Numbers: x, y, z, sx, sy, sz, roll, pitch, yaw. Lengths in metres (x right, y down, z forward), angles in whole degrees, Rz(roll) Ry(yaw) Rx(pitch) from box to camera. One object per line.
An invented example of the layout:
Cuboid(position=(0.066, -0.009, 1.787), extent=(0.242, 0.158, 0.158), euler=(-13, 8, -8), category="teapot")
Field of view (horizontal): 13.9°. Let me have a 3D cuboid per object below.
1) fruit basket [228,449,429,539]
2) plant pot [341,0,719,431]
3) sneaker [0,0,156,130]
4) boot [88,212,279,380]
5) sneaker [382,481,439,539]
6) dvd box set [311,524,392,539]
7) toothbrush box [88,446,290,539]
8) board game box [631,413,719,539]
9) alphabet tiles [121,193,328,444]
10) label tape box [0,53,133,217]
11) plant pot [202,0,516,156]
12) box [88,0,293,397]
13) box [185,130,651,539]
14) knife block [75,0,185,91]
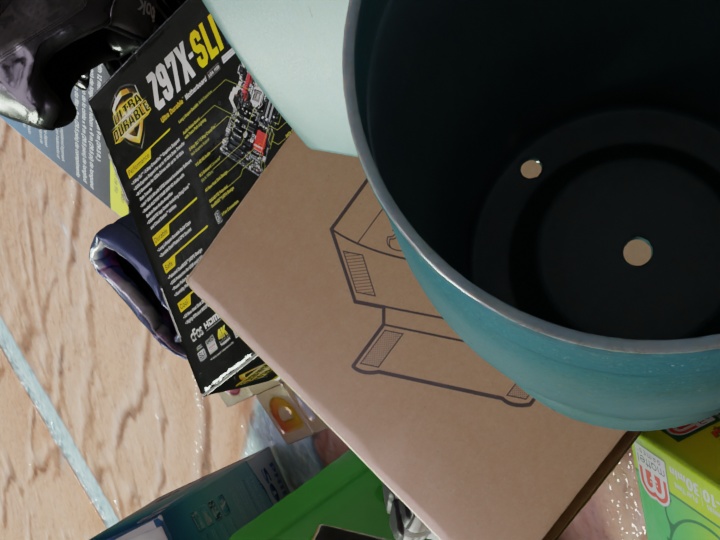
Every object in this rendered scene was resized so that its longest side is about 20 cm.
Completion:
Cuboid(position=(-0.007, 0.194, 1.575), extent=(0.215, 0.155, 0.217), euler=(27, 134, 33), category="fruit basket")
Cuboid(position=(0.100, -0.035, 1.024), extent=(0.201, 0.199, 0.188), euler=(57, 172, 20), category="plant pot")
Cuboid(position=(-0.123, -0.152, 1.449), extent=(0.090, 0.201, 0.066), euler=(35, -179, 20), category="sneaker")
Cuboid(position=(-0.044, 0.033, 1.497), extent=(0.200, 0.090, 0.073), euler=(43, 147, 18), category="boot")
Cuboid(position=(0.079, 0.041, 1.299), extent=(0.078, 0.090, 0.201), euler=(-99, 26, -47), category="sneaker")
Cuboid(position=(0.031, 0.231, 1.455), extent=(0.029, 0.145, 0.201), euler=(-67, -12, -64), category="dvd box set")
Cuboid(position=(-0.084, 0.198, 1.680), extent=(0.147, 0.085, 0.200), euler=(65, -162, -1), category="toothbrush box")
Cuboid(position=(0.171, 0.157, 1.228), extent=(0.101, 0.047, 0.201), euler=(34, 142, 53), category="board game box")
Cuboid(position=(-0.054, 0.011, 1.581), extent=(0.167, 0.006, 0.200), euler=(56, 148, -5), category="alphabet tiles")
Cuboid(position=(-0.143, -0.115, 1.638), extent=(0.200, 0.066, 0.144), euler=(37, 149, 20), category="label tape box")
Cuboid(position=(0.011, -0.150, 1.126), extent=(0.141, 0.141, 0.201), euler=(12, 127, 47), category="plant pot")
Cuboid(position=(-0.040, -0.051, 1.356), extent=(0.200, 0.049, 0.161), euler=(-38, 68, 52), category="box")
Cuboid(position=(0.040, 0.006, 1.226), extent=(0.200, 0.021, 0.164), euler=(44, 108, 23), category="box")
Cuboid(position=(-0.124, -0.184, 1.559), extent=(0.064, 0.174, 0.201), euler=(102, -177, -55), category="knife block")
